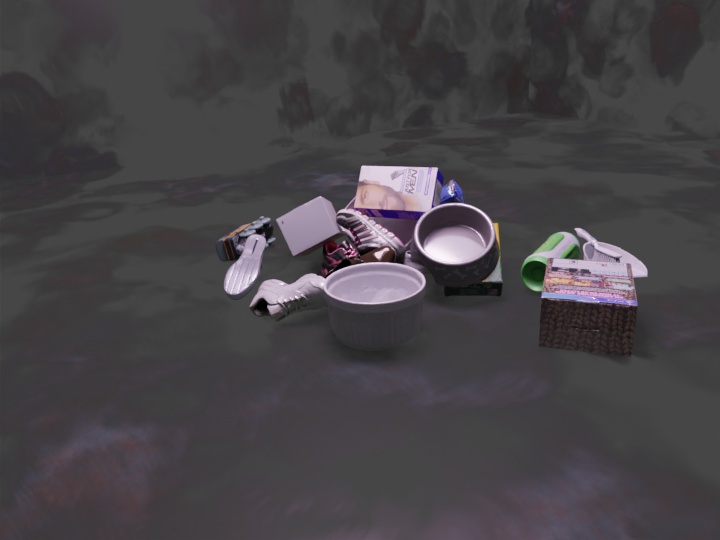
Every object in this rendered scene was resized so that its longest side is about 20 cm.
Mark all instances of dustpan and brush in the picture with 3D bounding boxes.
[{"bbox_3d":[0.554,-0.046,1.384,0.136,0.059,0.200,-1,20,-16],"label":"dustpan and brush"}]

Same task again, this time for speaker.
[{"bbox_3d":[0.427,-0.022,1.331,0.087,0.090,0.199,11,26,33],"label":"speaker"}]

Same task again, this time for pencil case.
[{"bbox_3d":[0.174,-0.154,1.533,0.197,0.079,0.087,-29,6,14],"label":"pencil case"}]

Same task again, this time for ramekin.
[{"bbox_3d":[0.028,0.069,1.142,0.195,0.107,0.201,-2,22,1],"label":"ramekin"}]

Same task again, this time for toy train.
[{"bbox_3d":[-0.308,-0.085,1.619,0.111,0.087,0.200,-7,20,17],"label":"toy train"}]

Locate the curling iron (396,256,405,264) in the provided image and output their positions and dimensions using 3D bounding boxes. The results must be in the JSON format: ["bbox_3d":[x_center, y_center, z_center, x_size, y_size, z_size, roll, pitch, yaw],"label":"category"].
[{"bbox_3d":[0.087,-0.006,1.411,0.025,0.051,0.200,4,18,15],"label":"curling iron"}]

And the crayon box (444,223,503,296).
[{"bbox_3d":[0.247,-0.039,1.327,0.124,0.051,0.203,-1,51,8],"label":"crayon box"}]

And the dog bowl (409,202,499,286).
[{"bbox_3d":[0.201,-0.063,1.283,0.195,0.059,0.203,-4,51,5],"label":"dog bowl"}]

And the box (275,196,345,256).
[{"bbox_3d":[-0.118,-0.107,1.481,0.122,0.099,0.200,-26,0,5],"label":"box"}]

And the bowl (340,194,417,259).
[{"bbox_3d":[0.068,-0.120,1.483,0.201,0.200,0.075,48,6,29],"label":"bowl"}]

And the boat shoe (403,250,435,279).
[{"bbox_3d":[0.196,-0.025,1.398,0.195,0.070,0.072,-2,21,4],"label":"boat shoe"}]

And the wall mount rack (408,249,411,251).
[{"bbox_3d":[0.196,-0.083,1.549,0.172,0.076,0.199,-31,1,38],"label":"wall mount rack"}]

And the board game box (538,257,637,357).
[{"bbox_3d":[0.420,0.061,1.110,0.156,0.099,0.200,5,23,20],"label":"board game box"}]

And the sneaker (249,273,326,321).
[{"bbox_3d":[-0.142,0.068,1.222,0.196,0.079,0.100,-10,27,30],"label":"sneaker"}]

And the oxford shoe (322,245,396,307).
[{"bbox_3d":[0.000,0.000,1.276,0.198,0.085,0.073,-35,60,-21],"label":"oxford shoe"}]

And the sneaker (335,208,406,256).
[{"bbox_3d":[0.008,-0.072,1.411,0.198,0.074,0.088,33,81,23],"label":"sneaker"}]

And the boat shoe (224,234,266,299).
[{"bbox_3d":[-0.262,0.004,1.404,0.070,0.072,0.202,13,44,6],"label":"boat shoe"}]

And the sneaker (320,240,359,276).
[{"bbox_3d":[-0.026,-0.017,1.381,0.078,0.098,0.198,-19,28,-39],"label":"sneaker"}]

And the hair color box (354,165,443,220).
[{"bbox_3d":[0.091,-0.184,1.419,0.196,0.112,0.065,5,-13,26],"label":"hair color box"}]
